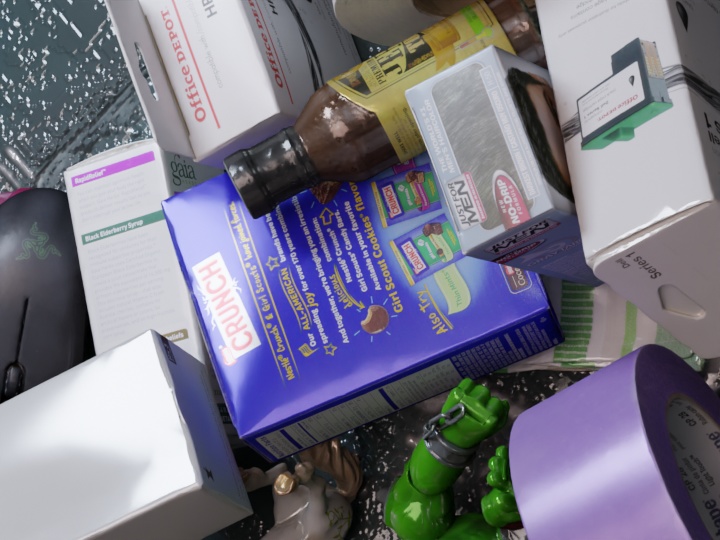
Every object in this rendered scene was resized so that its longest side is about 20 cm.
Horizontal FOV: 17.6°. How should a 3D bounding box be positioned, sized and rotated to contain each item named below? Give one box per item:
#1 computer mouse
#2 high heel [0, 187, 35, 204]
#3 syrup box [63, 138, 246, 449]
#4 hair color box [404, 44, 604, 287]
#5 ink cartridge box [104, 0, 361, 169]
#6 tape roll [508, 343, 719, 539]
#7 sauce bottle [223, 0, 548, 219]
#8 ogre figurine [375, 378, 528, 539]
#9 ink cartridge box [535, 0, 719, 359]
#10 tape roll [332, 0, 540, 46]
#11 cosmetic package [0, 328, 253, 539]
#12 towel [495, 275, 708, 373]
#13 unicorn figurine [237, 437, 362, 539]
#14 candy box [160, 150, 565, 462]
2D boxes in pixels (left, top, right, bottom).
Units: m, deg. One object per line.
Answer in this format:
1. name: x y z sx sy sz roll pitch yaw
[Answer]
1. computer mouse: -0.217 0.046 1.537 0.138 0.053 0.201 6 95 -2
2. high heel: -0.241 0.044 1.586 0.096 0.067 0.201 6 98 10
3. syrup box: -0.125 0.021 1.517 0.081 0.079 0.201 -15 79 25
4. hair color box: 0.106 -0.055 1.316 0.060 0.200 0.099 -26 74 22
5. ink cartridge box: -0.067 -0.124 1.431 0.068 0.200 0.116 -27 75 22
6. tape roll: 0.172 0.148 1.290 0.085 0.200 0.201 -31 73 21
7. sauce bottle: 0.016 -0.093 1.352 0.199 0.065 0.065 -28 73 -1
8. ogre figurine: 0.091 0.168 1.378 0.120 0.200 0.098 -33 28 42
9. ink cartridge box: 0.178 -0.072 1.294 0.084 0.146 0.201 -27 53 26
10. tape roll: 0.078 -0.198 1.363 0.202 0.202 0.071 -16 72 25
11. cosmetic package: -0.178 0.132 1.405 0.199 0.081 0.113 -24 63 11
12. towel: 0.119 -0.010 1.428 0.199 0.023 0.153 -1 84 27
13. unicorn figurine: -0.064 0.190 1.458 0.200 0.137 0.074 -42 59 2
14. candy box: 0.000 0.000 1.400 0.199 0.077 0.170 -22 66 5
